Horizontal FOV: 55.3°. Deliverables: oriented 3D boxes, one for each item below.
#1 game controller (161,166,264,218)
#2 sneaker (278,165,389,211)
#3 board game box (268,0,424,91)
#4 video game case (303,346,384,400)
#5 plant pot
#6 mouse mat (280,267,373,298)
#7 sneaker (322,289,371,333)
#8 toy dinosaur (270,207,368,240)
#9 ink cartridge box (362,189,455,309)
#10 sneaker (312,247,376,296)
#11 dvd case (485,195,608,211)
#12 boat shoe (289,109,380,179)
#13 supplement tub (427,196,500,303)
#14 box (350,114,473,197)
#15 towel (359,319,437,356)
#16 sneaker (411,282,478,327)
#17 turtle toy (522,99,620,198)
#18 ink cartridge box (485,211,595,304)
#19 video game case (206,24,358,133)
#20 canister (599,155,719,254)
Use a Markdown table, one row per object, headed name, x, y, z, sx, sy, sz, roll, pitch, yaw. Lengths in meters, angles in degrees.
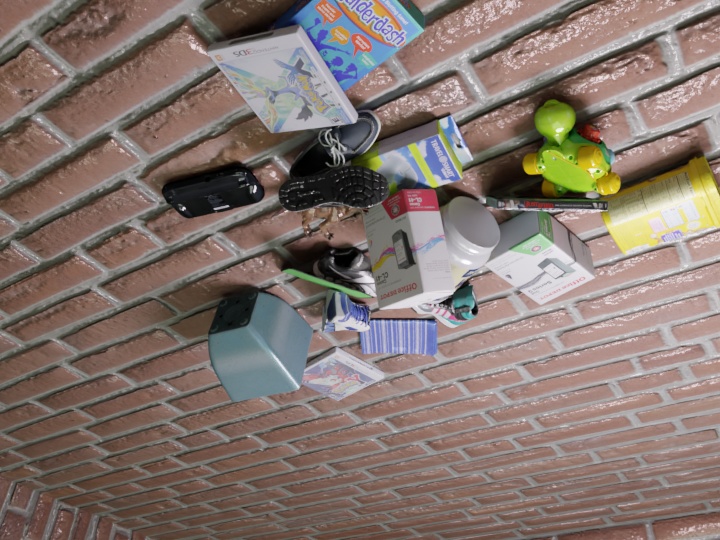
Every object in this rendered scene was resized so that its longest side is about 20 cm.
| name | x | y | z | sx | sy | sz | roll | pitch | yaw |
| --- | --- | --- | --- | --- | --- | --- | --- | --- | --- |
| game controller | -0.294 | -0.154 | 1.375 | 0.199 | 0.042 | 0.104 | -10 | 154 | 17 |
| sneaker | -0.048 | -0.149 | 1.254 | 0.199 | 0.076 | 0.088 | -3 | -175 | -2 |
| board game box | -0.024 | -0.375 | 1.065 | 0.200 | 0.045 | 0.152 | -29 | 131 | 34 |
| video game case | -0.066 | 0.292 | 1.915 | 0.182 | 0.023 | 0.200 | 32 | 133 | -30 |
| plant pot | -0.256 | 0.165 | 1.648 | 0.195 | 0.197 | 0.200 | -15 | 128 | 21 |
| mouse mat | -0.076 | 0.029 | 1.521 | 0.199 | 0.008 | 0.161 | 18 | 174 | -12 |
| sneaker | -0.025 | 0.097 | 1.618 | 0.114 | 0.081 | 0.199 | 0 | 163 | -10 |
| toy dinosaur | -0.075 | -0.136 | 1.340 | 0.199 | 0.086 | 0.136 | 6 | 141 | 5 |
| ink cartridge box | 0.088 | -0.038 | 1.308 | 0.085 | 0.201 | 0.147 | -1 | 166 | -35 |
| sneaker | 0.000 | 0.000 | 1.512 | 0.199 | 0.067 | 0.091 | 16 | 142 | -11 |
| dvd case | 0.344 | -0.126 | 1.288 | 0.199 | 0.146 | 0.022 | 0 | 99 | 4 |
| boat shoe | -0.051 | -0.220 | 1.235 | 0.199 | 0.062 | 0.075 | -23 | 102 | 33 |
| supplement tub | 0.172 | -0.040 | 1.386 | 0.144 | 0.146 | 0.200 | 20 | 139 | -20 |
| box | 0.097 | -0.200 | 1.273 | 0.199 | 0.048 | 0.122 | -16 | 138 | 23 |
| towel | 0.097 | 0.172 | 1.753 | 0.199 | 0.024 | 0.145 | 0 | 140 | 5 |
| sneaker | 0.200 | 0.066 | 1.563 | 0.199 | 0.084 | 0.120 | 26 | 142 | -36 |
| turtle toy | 0.365 | -0.209 | 1.195 | 0.145 | 0.101 | 0.200 | 2 | 151 | 46 |
| ink cartridge box | 0.372 | -0.029 | 1.434 | 0.200 | 0.084 | 0.146 | 31 | 134 | -31 |
| video game case | -0.125 | -0.305 | 1.128 | 0.181 | 0.022 | 0.200 | 0 | 150 | 31 |
| canister | 0.576 | -0.117 | 1.309 | 0.199 | 0.087 | 0.148 | -22 | 135 | 30 |
